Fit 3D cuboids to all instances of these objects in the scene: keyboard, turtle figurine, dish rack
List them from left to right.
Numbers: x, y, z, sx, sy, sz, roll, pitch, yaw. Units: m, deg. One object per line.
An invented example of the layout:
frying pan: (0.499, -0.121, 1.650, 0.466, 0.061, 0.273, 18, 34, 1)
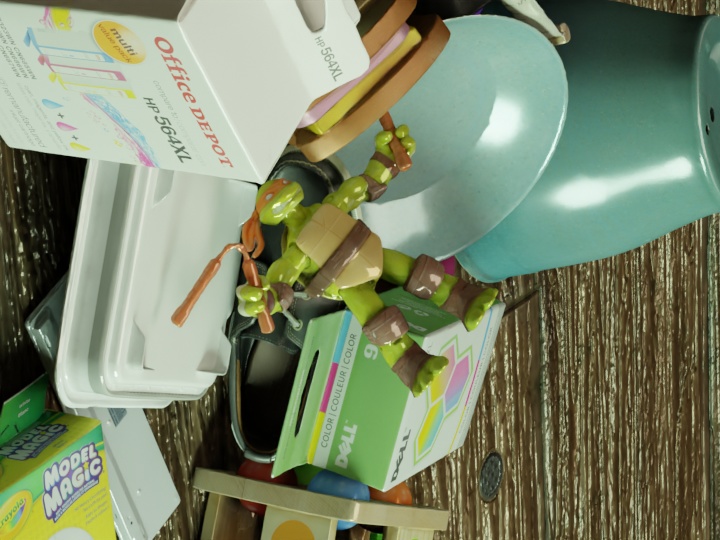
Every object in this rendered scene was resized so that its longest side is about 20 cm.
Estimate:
keyboard: (-0.151, 0.086, 1.581, 0.056, 0.011, 0.200, -59, 143, -40)
dish rack: (-0.111, -0.002, 1.545, 0.200, 0.043, 0.172, 12, 87, -74)
turtle figurine: (-0.011, 0.002, 1.553, 0.200, 0.161, 0.064, -51, -178, -30)

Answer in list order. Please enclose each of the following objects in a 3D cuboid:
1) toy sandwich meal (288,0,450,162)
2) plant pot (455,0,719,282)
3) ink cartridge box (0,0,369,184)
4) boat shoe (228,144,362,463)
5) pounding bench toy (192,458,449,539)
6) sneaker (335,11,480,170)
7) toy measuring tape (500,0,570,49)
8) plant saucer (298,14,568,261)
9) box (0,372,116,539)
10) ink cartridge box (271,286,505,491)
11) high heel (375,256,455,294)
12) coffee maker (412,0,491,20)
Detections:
toy sandwich meal: (-0.027, -0.133, 1.541, 0.070, 0.205, 0.205, 52, 50, -18)
plant pot: (0.165, -0.100, 1.830, 0.200, 0.188, 0.200, -6, 90, -66)
ink cartridge box: (-0.106, -0.140, 1.404, 0.125, 0.200, 0.129, -61, 143, -29)
boat shoe: (-0.042, 0.021, 1.623, 0.068, 0.072, 0.200, -54, 157, -65)
pounding bench toy: (-0.015, 0.202, 1.722, 0.200, 0.124, 0.156, 14, 86, -59)
sneaker: (0.019, -0.129, 1.748, 0.200, 0.069, 0.100, -42, 136, -37)
toy measuring tape: (0.080, -0.205, 1.614, 0.200, 0.073, 0.074, 39, 65, -55)
plant saucer: (0.036, -0.086, 1.679, 0.201, 0.039, 0.201, -20, 138, -20)
box: (-0.187, 0.169, 1.506, 0.117, 0.048, 0.200, -36, 126, -50)
ink cartridge box: (0.020, 0.072, 1.659, 0.200, 0.059, 0.104, -18, 126, -67)
high heel: (0.000, 0.000, 1.740, 0.200, 0.067, 0.096, -35, 138, -46)
coffee maker: (0.010, -0.256, 1.661, 0.192, 0.135, 0.200, -25, 121, -25)
